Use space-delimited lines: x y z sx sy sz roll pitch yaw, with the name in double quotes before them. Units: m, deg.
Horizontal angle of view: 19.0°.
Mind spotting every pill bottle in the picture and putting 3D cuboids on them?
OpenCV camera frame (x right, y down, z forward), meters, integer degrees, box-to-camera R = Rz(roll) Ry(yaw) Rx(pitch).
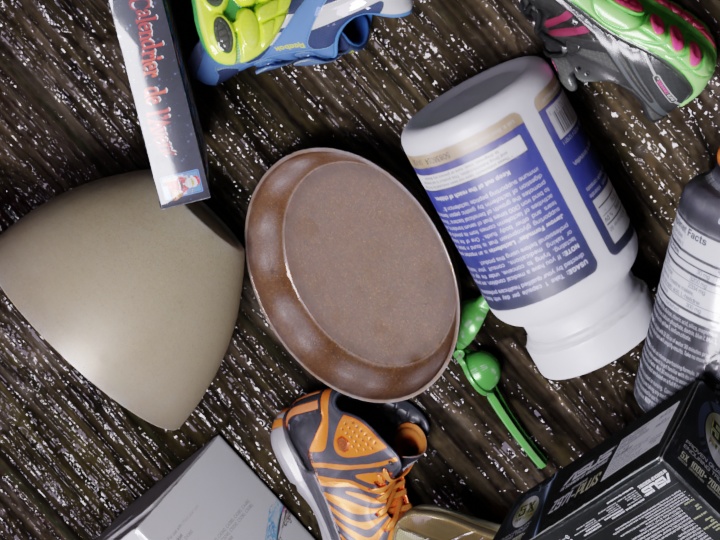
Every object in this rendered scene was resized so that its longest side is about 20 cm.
"pill bottle" 0.120 -0.034 1.474 0.115 0.116 0.201 -19 107 36
"pill bottle" 0.252 0.005 1.419 0.105 0.106 0.202 19 112 18

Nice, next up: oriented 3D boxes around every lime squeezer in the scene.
"lime squeezer" 0.103 0.058 1.599 0.070 0.038 0.202 -5 118 -4

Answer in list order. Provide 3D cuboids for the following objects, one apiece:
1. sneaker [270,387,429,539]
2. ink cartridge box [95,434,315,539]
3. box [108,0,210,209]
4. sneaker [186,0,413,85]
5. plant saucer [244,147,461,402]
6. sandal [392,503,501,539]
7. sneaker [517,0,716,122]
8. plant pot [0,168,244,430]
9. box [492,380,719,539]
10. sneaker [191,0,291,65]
"sneaker" 0.020 0.178 1.681 0.112 0.078 0.201 -28 102 39
"ink cartridge box" -0.123 0.274 1.774 0.200 0.146 0.147 48 130 -4
"box" -0.148 -0.158 1.525 0.037 0.137 0.202 -13 107 -1
"sneaker" -0.045 -0.173 1.513 0.199 0.074 0.082 -30 104 40
"plant saucer" 0.000 0.000 1.596 0.199 0.034 0.202 18 121 33
"sandal" 0.117 0.230 1.667 0.199 0.054 0.081 27 115 -8
"sneaker" 0.136 -0.166 1.413 0.199 0.077 0.084 36 125 7
"plant pot" -0.165 0.003 1.631 0.200 0.200 0.135 44 95 -1
"box" 0.202 0.192 1.420 0.164 0.086 0.200 44 133 -6
"sneaker" -0.096 -0.221 1.474 0.073 0.201 0.084 0 151 -21
